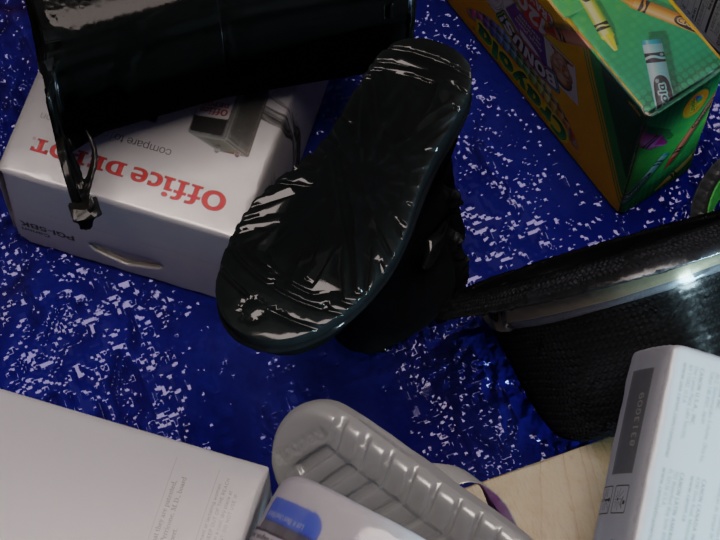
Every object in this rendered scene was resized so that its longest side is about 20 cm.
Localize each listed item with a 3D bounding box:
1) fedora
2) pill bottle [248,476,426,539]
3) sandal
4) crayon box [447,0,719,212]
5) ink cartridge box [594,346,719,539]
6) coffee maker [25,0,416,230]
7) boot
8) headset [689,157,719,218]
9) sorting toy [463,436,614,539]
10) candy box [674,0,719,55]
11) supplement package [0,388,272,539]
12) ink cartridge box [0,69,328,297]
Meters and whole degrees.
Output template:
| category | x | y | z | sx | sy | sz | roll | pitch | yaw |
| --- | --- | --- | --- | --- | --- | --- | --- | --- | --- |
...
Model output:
| category | x | y | z | sx | sy | sz | roll | pitch | yaw |
| --- | --- | --- | --- | --- | --- | --- | --- | --- | --- |
| fedora | 0.137 | 0.032 | 0.991 | 0.199 | 0.201 | 0.092 | -18 | 92 | -8 |
| pill bottle | -0.032 | 0.204 | 0.844 | 0.113 | 0.114 | 0.201 | 27 | 80 | 11 |
| sandal | 0.045 | 0.132 | 0.929 | 0.203 | 0.083 | 0.050 | 44 | 30 | 10 |
| crayon box | 0.117 | -0.145 | 1.091 | 0.058 | 0.119 | 0.200 | -32 | 70 | -13 |
| ink cartridge box | 0.205 | 0.140 | 0.894 | 0.199 | 0.047 | 0.161 | 18 | 76 | -17 |
| coffee maker | -0.073 | -0.135 | 1.006 | 0.198 | 0.135 | 0.194 | -13 | 91 | -7 |
| boot | 0.000 | 0.000 | 0.995 | 0.076 | 0.169 | 0.201 | 23 | 59 | 17 |
| headset | 0.273 | 0.006 | 1.065 | 0.123 | 0.094 | 0.200 | -39 | 57 | -16 |
| sorting toy | 0.120 | 0.199 | 0.968 | 0.197 | 0.070 | 0.201 | -18 | 67 | -8 |
| candy box | 0.218 | -0.233 | 1.161 | 0.136 | 0.061 | 0.200 | -37 | 72 | -15 |
| supplement package | -0.154 | 0.141 | 0.964 | 0.198 | 0.121 | 0.121 | 15 | 68 | 6 |
| ink cartridge box | -0.101 | -0.103 | 1.091 | 0.146 | 0.083 | 0.201 | 16 | 67 | 6 |
